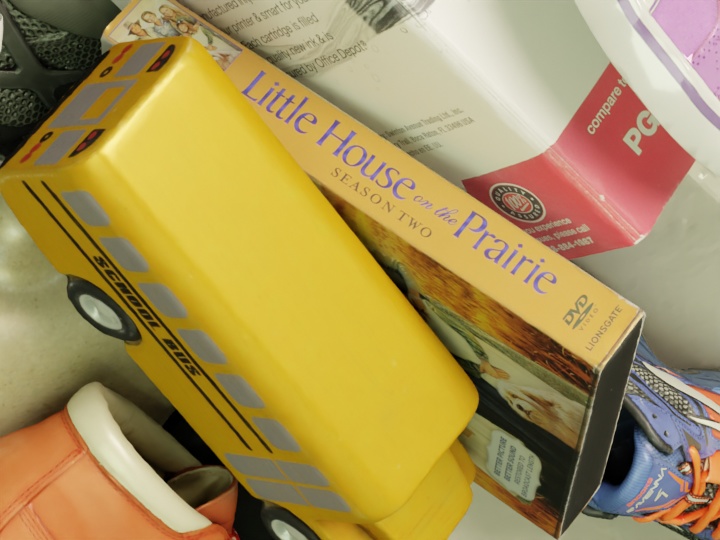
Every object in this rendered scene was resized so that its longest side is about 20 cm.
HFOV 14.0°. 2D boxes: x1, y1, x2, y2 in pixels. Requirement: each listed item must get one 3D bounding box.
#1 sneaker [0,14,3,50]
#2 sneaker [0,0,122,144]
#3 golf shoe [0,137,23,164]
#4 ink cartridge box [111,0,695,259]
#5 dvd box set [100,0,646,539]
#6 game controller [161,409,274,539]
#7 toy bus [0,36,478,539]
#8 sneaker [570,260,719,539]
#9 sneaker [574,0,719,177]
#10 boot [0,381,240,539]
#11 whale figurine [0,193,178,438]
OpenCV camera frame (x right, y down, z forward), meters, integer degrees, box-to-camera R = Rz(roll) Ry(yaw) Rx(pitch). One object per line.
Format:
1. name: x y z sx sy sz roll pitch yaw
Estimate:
1. sneaker: -0.205 -0.075 0.924 0.200 0.115 0.075 -15 127 -3
2. sneaker: -0.180 -0.109 1.024 0.199 0.076 0.114 29 113 -16
3. golf shoe: -0.208 0.007 1.087 0.200 0.095 0.078 -21 115 16
4. ink cartridge box: 0.006 -0.093 0.967 0.200 0.084 0.145 44 155 -18
5. dvd box set: 0.000 0.000 0.991 0.200 0.029 0.146 34 157 14
6. game controller: -0.063 0.122 1.072 0.104 0.042 0.200 27 114 -23
7. toy bus: -0.029 0.019 0.946 0.078 0.065 0.200 0 134 55
8. sneaker: 0.111 0.070 1.092 0.200 0.078 0.075 29 120 -10
9. sneaker: 0.109 -0.127 0.871 0.114 0.073 0.201 -24 104 21
10. boot: -0.066 0.123 1.008 0.107 0.075 0.200 -39 122 6
11. whale figurine: -0.155 0.019 1.011 0.200 0.104 0.159 9 127 -37
